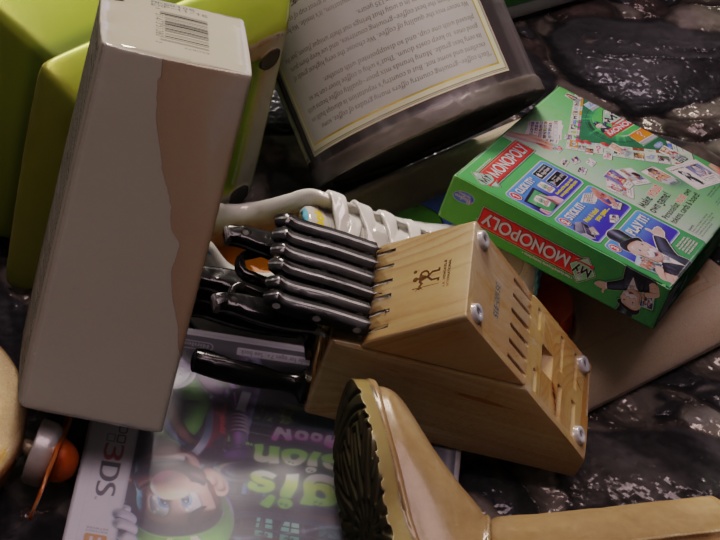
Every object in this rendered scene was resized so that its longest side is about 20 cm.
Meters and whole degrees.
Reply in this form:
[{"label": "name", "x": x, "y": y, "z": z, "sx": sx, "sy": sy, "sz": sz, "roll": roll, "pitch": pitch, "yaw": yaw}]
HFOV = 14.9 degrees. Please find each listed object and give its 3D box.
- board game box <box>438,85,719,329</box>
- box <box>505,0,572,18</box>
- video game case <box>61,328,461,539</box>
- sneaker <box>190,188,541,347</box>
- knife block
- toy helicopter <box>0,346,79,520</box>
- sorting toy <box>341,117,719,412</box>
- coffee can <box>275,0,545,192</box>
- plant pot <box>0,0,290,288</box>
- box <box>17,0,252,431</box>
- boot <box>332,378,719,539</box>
[{"label": "board game box", "x": 0.138, "y": -0.040, "z": 1.562, "sx": 0.134, "sy": 0.029, "sz": 0.200, "roll": 27, "pitch": 26, "yaw": 11}, {"label": "box", "x": 0.105, "y": -0.305, "z": 1.789, "sx": 0.170, "sy": 0.200, "sz": 0.200, "roll": -19, "pitch": 51, "yaw": -29}, {"label": "video game case", "x": -0.047, "y": 0.106, "z": 1.446, "sx": 0.198, "sy": 0.023, "sz": 0.183, "roll": 9, "pitch": 43, "yaw": -1}, {"label": "sneaker", "x": 0.000, "y": 0.000, "z": 1.504, "sx": 0.198, "sy": 0.081, "sz": 0.077, "roll": -2, "pitch": 55, "yaw": 2}, {"label": "knife block", "x": 0.007, "y": 0.045, "z": 1.456, "sx": 0.175, "sy": 0.200, "sz": 0.064, "roll": -15, "pitch": 47, "yaw": 28}, {"label": "toy helicopter", "x": -0.197, "y": 0.114, "z": 1.389, "sx": 0.131, "sy": 0.079, "sz": 0.201, "roll": 2, "pitch": 53, "yaw": -22}, {"label": "sorting toy", "x": 0.101, "y": -0.007, "z": 1.586, "sx": 0.184, "sy": 0.037, "sz": 0.200, "roll": -23, "pitch": 52, "yaw": -32}, {"label": "coffee can", "x": 0.002, "y": -0.165, "z": 1.590, "sx": 0.146, "sy": 0.146, "sz": 0.201, "roll": -21, "pitch": 86, "yaw": -30}, {"label": "plant pot", "x": -0.157, "y": -0.119, "z": 1.547, "sx": 0.199, "sy": 0.200, "sz": 0.182, "roll": -26, "pitch": 59, "yaw": -34}, {"label": "box", "x": -0.117, "y": -0.030, "z": 1.400, "sx": 0.077, "sy": 0.201, "sz": 0.095, "roll": 11, "pitch": 23, "yaw": -10}, {"label": "boot", "x": 0.095, "y": 0.132, "z": 1.397, "sx": 0.198, "sy": 0.066, "sz": 0.176, "roll": -2, "pitch": 58, "yaw": -22}]
